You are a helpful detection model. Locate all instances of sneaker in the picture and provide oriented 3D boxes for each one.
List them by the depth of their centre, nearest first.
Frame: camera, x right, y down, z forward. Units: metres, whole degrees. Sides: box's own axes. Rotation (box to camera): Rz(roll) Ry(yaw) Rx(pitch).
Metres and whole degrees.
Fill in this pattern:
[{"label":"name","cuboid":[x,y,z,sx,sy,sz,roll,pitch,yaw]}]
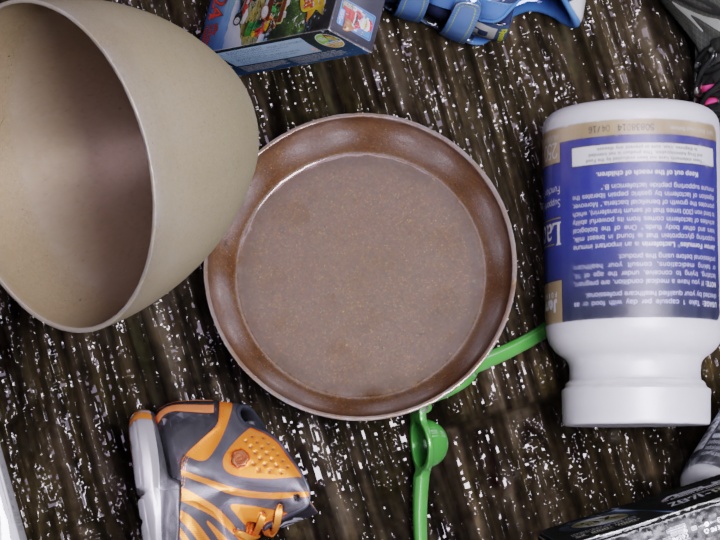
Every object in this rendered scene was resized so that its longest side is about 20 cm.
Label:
[{"label":"sneaker","cuboid":[-0.078,0.178,1.338,0.111,0.078,0.202,-7,85,-7]},{"label":"sneaker","cuboid":[0.058,-0.186,1.399,0.198,0.074,0.083,-9,88,-6]},{"label":"sneaker","cuboid":[0.251,-0.116,1.414,0.083,0.077,0.201,-31,87,-13]}]

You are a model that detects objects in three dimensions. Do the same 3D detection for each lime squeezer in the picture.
[{"label":"lime squeezer","cuboid":[0.059,0.102,1.392,0.070,0.038,0.201,34,78,-34]}]

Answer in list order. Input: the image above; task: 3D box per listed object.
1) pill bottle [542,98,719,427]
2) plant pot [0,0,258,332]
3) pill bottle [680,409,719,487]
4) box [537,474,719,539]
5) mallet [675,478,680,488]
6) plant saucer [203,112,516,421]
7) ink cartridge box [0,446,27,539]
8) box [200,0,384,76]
[{"label":"pill bottle","cuboid":[0.174,-0.001,1.370,0.115,0.116,0.202,1,83,-7]},{"label":"plant pot","cuboid":[-0.141,-0.075,1.320,0.134,0.200,0.202,-18,85,-43]},{"label":"pill bottle","cuboid":[0.295,0.083,1.373,0.106,0.106,0.200,38,68,-2]},{"label":"box","cuboid":[0.222,0.203,1.242,0.198,0.086,0.165,-18,90,-5]},{"label":"mallet","cuboid":[0.303,0.175,1.410,0.198,0.041,0.066,4,80,-3]},{"label":"plant saucer","cuboid":[0.000,0.000,1.375,0.198,0.035,0.202,0,74,1]},{"label":"ink cartridge box","cuboid":[-0.261,0.206,1.277,0.146,0.146,0.202,-15,86,-8]},{"label":"box","cuboid":[-0.026,-0.227,1.351,0.038,0.136,0.202,25,72,-36]}]
